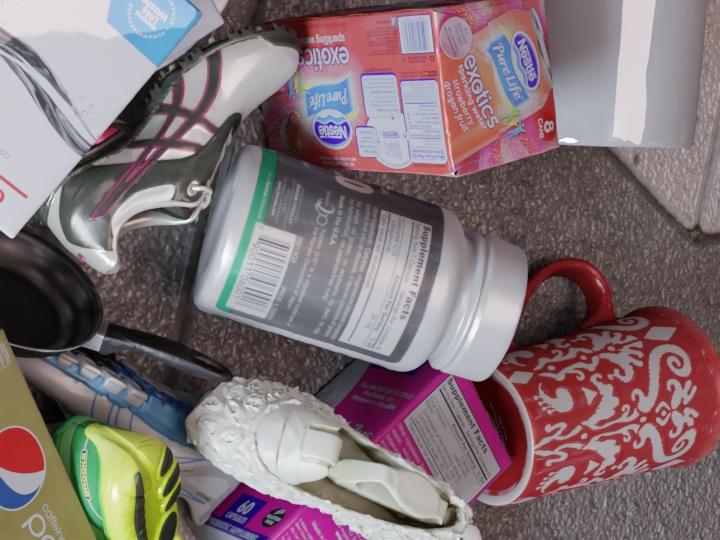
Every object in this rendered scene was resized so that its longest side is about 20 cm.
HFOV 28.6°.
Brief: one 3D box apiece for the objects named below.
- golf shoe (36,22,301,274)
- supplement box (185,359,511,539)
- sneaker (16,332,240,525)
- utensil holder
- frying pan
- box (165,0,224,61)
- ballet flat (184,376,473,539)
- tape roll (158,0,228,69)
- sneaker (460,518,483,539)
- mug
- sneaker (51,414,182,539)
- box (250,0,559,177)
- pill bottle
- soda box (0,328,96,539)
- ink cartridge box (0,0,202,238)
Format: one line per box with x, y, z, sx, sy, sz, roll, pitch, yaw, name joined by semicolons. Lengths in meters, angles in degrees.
-0.109;-0.077;0.875;0.200;0.077;0.088;-35;79;-15;golf shoe
-0.005;0.152;0.985;0.200;0.101;0.104;-40;116;-28;supplement box
-0.154;0.104;0.889;0.200;0.075;0.087;34;93;-28;sneaker
0.176;-0.194;1.046;0.169;0.170;0.201;-4;98;-37;utensil holder
-0.176;0.020;0.845;0.189;0.115;0.031;15;122;-34;frying pan
-0.190;-0.185;0.786;0.156;0.041;0.201;-34;116;-12;box
-0.011;0.120;0.882;0.199;0.072;0.072;29;77;-21;ballet flat
-0.163;-0.212;0.835;0.202;0.037;0.204;-8;109;-23;tape roll
0.046;0.278;1.064;0.085;0.077;0.201;-4;87;-32;sneaker
0.157;0.095;1.105;0.199;0.178;0.134;-10;135;-36;mug
-0.157;0.161;0.867;0.074;0.083;0.201;-39;151;-44;sneaker
0.025;-0.121;0.916;0.094;0.200;0.103;-16;104;-35;box
0.000;0.000;0.923;0.199;0.113;0.114;18;83;-12;pill bottle
-0.203;0.134;0.785;0.064;0.067;0.201;-44;122;-49;soda box
-0.195;-0.102;0.749;0.116;0.068;0.200;40;88;-29;ink cartridge box
